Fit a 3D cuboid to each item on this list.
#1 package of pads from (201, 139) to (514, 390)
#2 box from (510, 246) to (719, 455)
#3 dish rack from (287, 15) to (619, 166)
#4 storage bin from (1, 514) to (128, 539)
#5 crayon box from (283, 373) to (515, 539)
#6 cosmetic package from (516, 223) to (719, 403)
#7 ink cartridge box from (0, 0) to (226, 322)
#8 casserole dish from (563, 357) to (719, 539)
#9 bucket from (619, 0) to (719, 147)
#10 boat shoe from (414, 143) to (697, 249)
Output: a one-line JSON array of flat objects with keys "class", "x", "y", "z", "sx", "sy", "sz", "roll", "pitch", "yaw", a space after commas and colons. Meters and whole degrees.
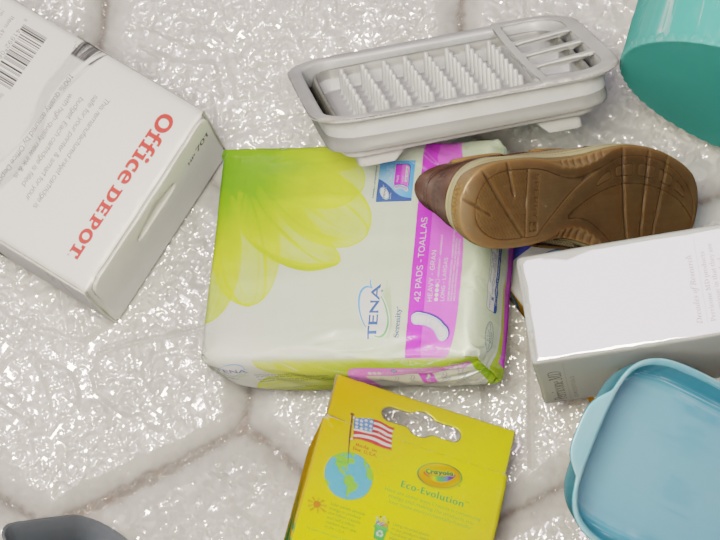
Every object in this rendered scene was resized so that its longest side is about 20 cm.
[{"class": "package of pads", "x": 0.000, "y": 0.000, "z": 1.556, "sx": 0.198, "sy": 0.068, "sz": 0.156, "roll": -1, "pitch": 71, "yaw": 22}, {"class": "box", "x": 0.180, "y": 0.029, "z": 1.551, "sx": 0.119, "sy": 0.042, "sz": 0.200, "roll": -35, "pitch": 68, "yaw": -3}, {"class": "dish rack", "x": 0.059, "y": -0.114, "z": 1.556, "sx": 0.198, "sy": 0.172, "sz": 0.044, "roll": -10, "pitch": 110, "yaw": -6}, {"class": "storage bin", "x": -0.161, "y": 0.265, "z": 1.467, "sx": 0.199, "sy": 0.145, "sz": 0.135, "roll": 36, "pitch": 104, "yaw": 22}, {"class": "crayon box", "x": 0.016, "y": 0.175, "z": 1.485, "sx": 0.126, "sy": 0.051, "sz": 0.201, "roll": 19, "pitch": 58, "yaw": -4}, {"class": "cosmetic package", "x": 0.201, "y": 0.022, "z": 1.475, "sx": 0.198, "sy": 0.101, "sz": 0.072, "roll": -9, "pitch": 72, "yaw": 7}, {"class": "ink cartridge box", "x": -0.213, "y": -0.081, "z": 1.620, "sx": 0.199, "sy": 0.086, "sz": 0.147, "roll": 31, "pitch": 80, "yaw": 15}, {"class": "casserole dish", "x": 0.202, "y": 0.129, "z": 1.468, "sx": 0.199, "sy": 0.039, "sz": 0.122, "roll": 26, "pitch": 84, "yaw": -25}, {"class": "bucket", "x": 0.266, "y": -0.158, "z": 1.514, "sx": 0.206, "sy": 0.207, "sz": 0.136, "roll": 21, "pitch": 77, "yaw": 14}, {"class": "boat shoe", "x": 0.122, "y": -0.046, "z": 1.495, "sx": 0.072, "sy": 0.199, "sz": 0.073, "roll": 18, "pitch": 107, "yaw": 53}]
